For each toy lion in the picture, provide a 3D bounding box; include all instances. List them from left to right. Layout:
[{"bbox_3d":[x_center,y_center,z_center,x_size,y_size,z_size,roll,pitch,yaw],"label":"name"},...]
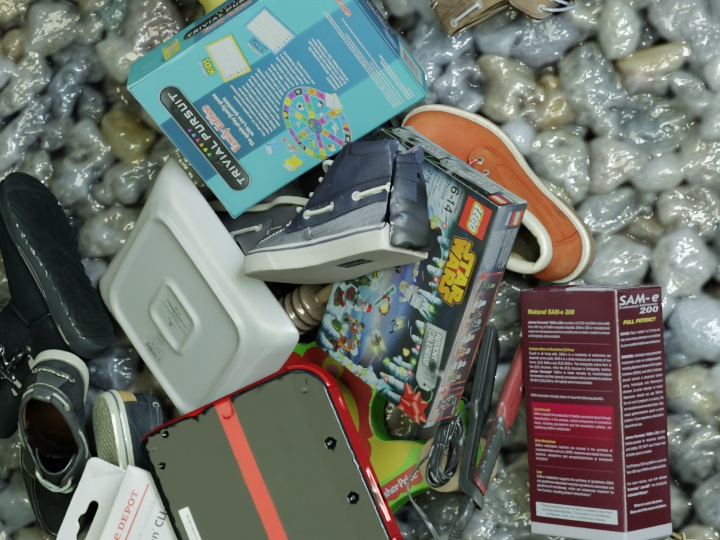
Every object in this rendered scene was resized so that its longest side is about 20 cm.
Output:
[{"bbox_3d":[-0.006,0.139,1.768,0.199,0.068,0.193,-34,71,22],"label":"toy lion"}]

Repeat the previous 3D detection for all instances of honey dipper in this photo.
[{"bbox_3d":[0.000,0.000,1.731,0.199,0.038,0.038,-34,79,36],"label":"honey dipper"}]

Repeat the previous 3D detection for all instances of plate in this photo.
[{"bbox_3d":[-0.153,0.037,1.790,0.200,0.032,0.200,53,139,16],"label":"plate"}]

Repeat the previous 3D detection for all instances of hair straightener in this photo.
[{"bbox_3d":[0.085,0.132,1.679,0.076,0.041,0.201,7,63,23],"label":"hair straightener"}]

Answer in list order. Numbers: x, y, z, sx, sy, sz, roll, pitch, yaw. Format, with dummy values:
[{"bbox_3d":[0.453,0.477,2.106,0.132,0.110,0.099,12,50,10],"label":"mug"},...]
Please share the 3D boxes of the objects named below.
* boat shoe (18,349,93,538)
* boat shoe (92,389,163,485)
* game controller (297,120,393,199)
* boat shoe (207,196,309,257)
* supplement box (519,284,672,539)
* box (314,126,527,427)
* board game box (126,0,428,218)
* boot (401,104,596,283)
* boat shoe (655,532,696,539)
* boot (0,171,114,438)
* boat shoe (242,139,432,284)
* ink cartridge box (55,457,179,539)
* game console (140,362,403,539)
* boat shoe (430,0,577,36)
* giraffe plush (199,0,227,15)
[{"bbox_3d":[-0.278,0.170,1.851,0.071,0.068,0.201,4,125,1],"label":"boat shoe"},{"bbox_3d":[-0.193,0.204,1.845,0.074,0.062,0.202,-13,85,58],"label":"boat shoe"},{"bbox_3d":[0.013,-0.042,1.762,0.104,0.042,0.201,-31,79,38],"label":"game controller"},{"bbox_3d":[-0.073,-0.020,1.751,0.199,0.073,0.063,2,63,46],"label":"boat shoe"},{"bbox_3d":[0.189,0.113,1.653,0.108,0.061,0.202,0,94,49],"label":"supplement box"},{"bbox_3d":[0.045,0.005,1.647,0.137,0.040,0.202,34,119,35],"label":"box"},{"bbox_3d":[-0.068,-0.157,1.694,0.199,0.047,0.151,-31,118,16],"label":"board game box"},{"bbox_3d":[0.099,-0.067,1.679,0.200,0.107,0.075,42,110,19],"label":"boot"},{"bbox_3d":[0.243,0.245,1.647,0.198,0.074,0.067,-9,95,25],"label":"boat shoe"},{"bbox_3d":[-0.327,0.034,1.895,0.168,0.076,0.201,-37,71,27],"label":"boot"},{"bbox_3d":[-0.018,-0.046,1.636,0.199,0.074,0.094,-11,74,45],"label":"boat shoe"},{"bbox_3d":[-0.165,0.243,1.763,0.198,0.068,0.117,21,79,3],"label":"ink cartridge box"},{"bbox_3d":[-0.072,0.194,1.716,0.176,0.031,0.201,-25,79,9],"label":"game console"},{"bbox_3d":[0.146,-0.241,1.671,0.199,0.072,0.073,-13,92,35],"label":"boat shoe"},{"bbox_3d":[-0.106,-0.252,1.748,0.172,0.200,0.163,-27,111,19],"label":"giraffe plush"}]
